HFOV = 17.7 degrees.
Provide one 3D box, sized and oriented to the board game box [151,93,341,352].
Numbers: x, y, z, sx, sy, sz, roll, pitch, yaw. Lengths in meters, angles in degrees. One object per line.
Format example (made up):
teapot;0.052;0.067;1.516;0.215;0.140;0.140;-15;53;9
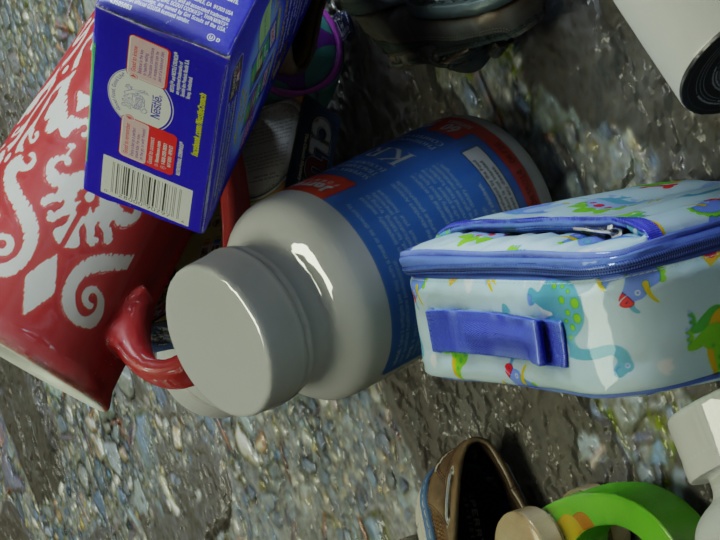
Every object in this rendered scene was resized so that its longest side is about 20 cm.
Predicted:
board game box;-0.105;-0.021;1.393;0.199;0.035;0.136;-11;59;42

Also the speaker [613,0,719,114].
speaker;0.131;-0.172;1.056;0.201;0.081;0.081;60;149;26

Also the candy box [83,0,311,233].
candy box;-0.068;-0.149;1.182;0.077;0.201;0.169;23;150;4

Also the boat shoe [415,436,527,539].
boat shoe;0.078;0.187;1.315;0.073;0.072;0.201;107;148;-54

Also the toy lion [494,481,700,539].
toy lion;0.168;0.207;1.202;0.191;0.068;0.201;-19;85;56

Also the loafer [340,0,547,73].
loafer;0.054;-0.136;1.254;0.063;0.072;0.200;63;164;-18

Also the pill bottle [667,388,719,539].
pill bottle;0.213;0.143;1.021;0.110;0.109;0.201;-44;64;60

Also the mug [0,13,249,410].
mug;-0.134;-0.029;1.321;0.177;0.201;0.133;30;171;-2

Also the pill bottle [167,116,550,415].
pill bottle;0.000;0.000;1.223;0.112;0.199;0.113;27;130;38

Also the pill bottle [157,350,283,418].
pill bottle;-0.064;0.027;1.490;0.200;0.112;0.113;-41;66;60

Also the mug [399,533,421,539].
mug;0.020;0.274;1.411;0.200;0.133;0.178;118;171;-47

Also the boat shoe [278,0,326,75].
boat shoe;-0.027;-0.209;1.332;0.075;0.075;0.203;22;102;26

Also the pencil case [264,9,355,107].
pencil case;-0.072;-0.100;1.474;0.200;0.085;0.093;123;145;-57

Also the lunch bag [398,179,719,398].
lunch bag;0.120;0.007;1.076;0.200;0.160;0.083;2;105;63
